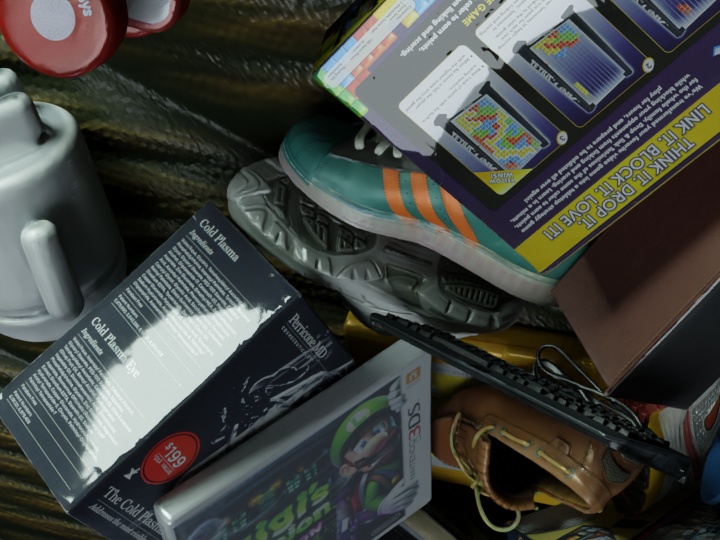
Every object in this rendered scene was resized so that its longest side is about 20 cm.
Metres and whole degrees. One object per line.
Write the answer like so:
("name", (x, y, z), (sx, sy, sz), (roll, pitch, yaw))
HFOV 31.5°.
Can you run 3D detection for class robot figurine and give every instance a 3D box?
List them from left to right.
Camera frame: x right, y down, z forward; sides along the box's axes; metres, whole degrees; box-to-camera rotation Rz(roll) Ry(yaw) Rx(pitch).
("robot figurine", (-0.226, -0.033, 0.865), (0.112, 0.170, 0.201), (-22, 129, -11))

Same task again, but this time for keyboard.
("keyboard", (0.101, 0.059, 0.723), (0.104, 0.040, 0.200), (28, 179, -44))

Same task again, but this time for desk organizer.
("desk organizer", (0.196, -0.023, 0.670), (0.071, 0.077, 0.200), (12, 128, -38))

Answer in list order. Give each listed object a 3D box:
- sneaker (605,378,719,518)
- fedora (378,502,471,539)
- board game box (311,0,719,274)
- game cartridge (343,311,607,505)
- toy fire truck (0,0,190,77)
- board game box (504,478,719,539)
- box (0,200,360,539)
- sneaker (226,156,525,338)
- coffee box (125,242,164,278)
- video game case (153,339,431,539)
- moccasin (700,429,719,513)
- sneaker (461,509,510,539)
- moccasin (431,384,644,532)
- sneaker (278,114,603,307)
("sneaker", (0.198, 0.061, 0.797), (0.078, 0.082, 0.201), (51, 146, 42))
("fedora", (0.045, 0.253, 1.014), (0.200, 0.092, 0.201), (39, 162, 15))
("board game box", (0.103, -0.116, 0.610), (0.165, 0.057, 0.200), (39, 123, -18))
("game cartridge", (0.095, 0.104, 0.923), (0.199, 0.033, 0.177), (10, 139, 21))
("toy fire truck", (-0.171, -0.207, 0.669), (0.199, 0.112, 0.169), (18, 117, 8))
("board game box", (0.189, 0.175, 0.808), (0.200, 0.135, 0.035), (-176, 70, -77))
("box", (-0.096, 0.091, 0.820), (0.104, 0.182, 0.200), (42, 173, 34))
("sneaker", (0.000, 0.000, 0.817), (0.199, 0.078, 0.099), (27, 150, -8))
("coffee box", (-0.106, 0.062, 0.972), (0.122, 0.044, 0.200), (-10, 130, 35))
("video game case", (-0.033, 0.151, 0.835), (0.023, 0.200, 0.182), (43, 153, 33))
("moccasin", (0.272, 0.077, 0.726), (0.068, 0.081, 0.200), (27, 124, -8))
("sneaker", (0.172, 0.220, 0.992), (0.200, 0.106, 0.075), (28, 158, 49))
("moccasin", (0.101, 0.124, 0.831), (0.074, 0.078, 0.201), (49, 158, -24))
("sneaker", (0.051, -0.056, 0.744), (0.199, 0.071, 0.080), (24, 126, 6))
